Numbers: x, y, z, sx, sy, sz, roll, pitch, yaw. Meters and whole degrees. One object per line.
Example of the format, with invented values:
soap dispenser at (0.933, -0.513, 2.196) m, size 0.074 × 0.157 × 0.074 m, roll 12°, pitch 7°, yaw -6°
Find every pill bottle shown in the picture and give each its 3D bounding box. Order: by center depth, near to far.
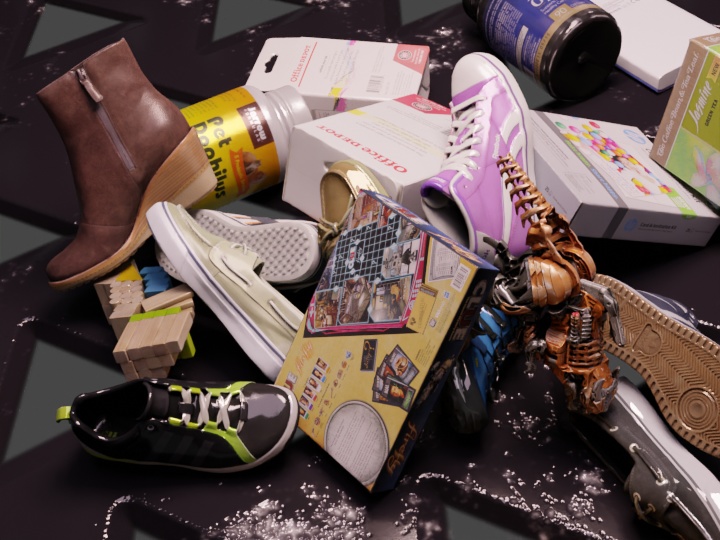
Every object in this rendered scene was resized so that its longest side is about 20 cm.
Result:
pill bottle at (-0.149, -0.125, 1.098) m, size 0.198 × 0.110 × 0.109 m, roll -25°, pitch 47°, yaw -19°
pill bottle at (0.208, -0.295, 1.239) m, size 0.111 × 0.113 × 0.200 m, roll -23°, pitch 47°, yaw -18°

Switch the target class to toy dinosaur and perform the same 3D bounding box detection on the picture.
toy dinosaur at (0.146, 0.012, 0.825) m, size 0.101 × 0.204 × 0.135 m, roll 2°, pitch -6°, yaw -39°

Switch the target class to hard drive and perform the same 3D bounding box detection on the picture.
hard drive at (0.344, -0.297, 1.289) m, size 0.131 × 0.026 × 0.200 m, roll -26°, pitch 47°, yaw -20°

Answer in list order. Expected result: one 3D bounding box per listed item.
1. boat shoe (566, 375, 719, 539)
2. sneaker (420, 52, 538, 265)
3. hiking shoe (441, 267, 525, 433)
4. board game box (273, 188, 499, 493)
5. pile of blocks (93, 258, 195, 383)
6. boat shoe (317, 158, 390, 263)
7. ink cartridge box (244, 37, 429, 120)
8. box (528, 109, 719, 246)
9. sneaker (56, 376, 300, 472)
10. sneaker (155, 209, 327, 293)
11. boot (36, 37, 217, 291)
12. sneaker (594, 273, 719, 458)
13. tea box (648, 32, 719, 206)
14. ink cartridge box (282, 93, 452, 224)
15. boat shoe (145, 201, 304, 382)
boat shoe at (0.227, 0.163, 0.798) m, size 0.056 × 0.069 × 0.201 m, roll -23°, pitch 40°, yaw -7°
sneaker at (0.097, -0.104, 0.926) m, size 0.113 × 0.072 × 0.204 m, roll -1°, pitch 73°, yaw -40°
hiking shoe at (0.110, 0.054, 0.909) m, size 0.085 × 0.075 × 0.202 m, roll -3°, pitch 43°, yaw 7°
board game box at (0.013, 0.055, 0.845) m, size 0.135 × 0.202 × 0.034 m, roll 35°, pitch 18°, yaw 34°
pile of blocks at (-0.186, 0.049, 0.942) m, size 0.081 × 0.063 × 0.200 m, roll -21°, pitch 29°, yaw -12°
boat shoe at (-0.001, 0.001, 0.910) m, size 0.063 × 0.204 × 0.073 m, roll -9°, pitch -6°, yaw -43°
ink cartridge box at (-0.025, -0.208, 1.203) m, size 0.196 × 0.068 × 0.117 m, roll 7°, pitch 44°, yaw 10°
box at (0.234, -0.091, 1.009) m, size 0.197 × 0.042 × 0.157 m, roll 4°, pitch 39°, yaw -34°
sneaker at (-0.149, 0.124, 0.847) m, size 0.196 × 0.083 × 0.073 m, roll -6°, pitch 66°, yaw 6°
sneaker at (-0.106, -0.015, 1.009) m, size 0.197 × 0.080 × 0.079 m, roll 7°, pitch 0°, yaw 31°
boot at (-0.251, -0.096, 0.975) m, size 0.199 × 0.167 × 0.072 m, roll -37°, pitch 19°, yaw -2°
sneaker at (0.264, 0.078, 0.843) m, size 0.108 × 0.071 × 0.200 m, roll 17°, pitch 23°, yaw -49°
tea box at (0.427, -0.135, 1.003) m, size 0.198 × 0.135 × 0.197 m, roll -16°, pitch 43°, yaw -33°
ink cartridge box at (0.040, -0.099, 1.029) m, size 0.144 × 0.085 × 0.199 m, roll 30°, pitch 34°, yaw 30°
boat shoe at (-0.113, 0.009, 0.935) m, size 0.062 × 0.072 × 0.200 m, roll -41°, pitch 84°, yaw 1°
